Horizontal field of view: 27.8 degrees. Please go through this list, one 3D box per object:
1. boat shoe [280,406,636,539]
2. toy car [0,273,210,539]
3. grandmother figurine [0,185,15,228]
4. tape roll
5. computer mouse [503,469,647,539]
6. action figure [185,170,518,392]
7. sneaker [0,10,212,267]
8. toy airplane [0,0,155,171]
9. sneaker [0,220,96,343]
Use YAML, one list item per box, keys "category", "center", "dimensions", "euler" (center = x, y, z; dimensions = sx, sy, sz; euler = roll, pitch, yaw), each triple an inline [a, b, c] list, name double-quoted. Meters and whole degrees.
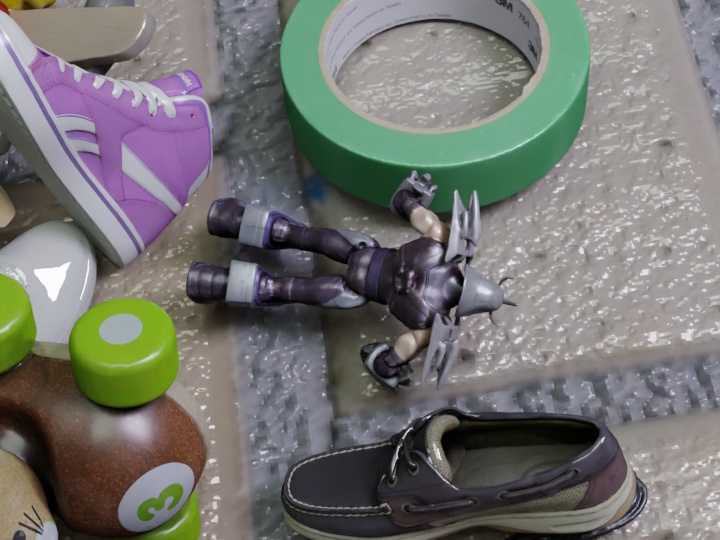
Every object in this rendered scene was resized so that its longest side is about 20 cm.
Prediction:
- category: "boat shoe"
  center: [0.047, 0.107, 0.796]
  dimensions: [0.199, 0.065, 0.072]
  euler: [-4, 42, 18]
- category: "toy car"
  center: [-0.177, 0.131, 0.736]
  dimensions: [0.157, 0.165, 0.200]
  euler: [10, 43, 11]
- category: "grandmother figurine"
  center: [-0.317, -0.019, 0.900]
  dimensions: [0.200, 0.061, 0.122]
  euler: [-28, 73, 11]
- category: "tape roll"
  center: [0.048, -0.131, 0.947]
  dimensions: [0.200, 0.048, 0.201]
  euler: [-3, 54, 4]
- category: "computer mouse"
  center: [0.165, 0.192, 0.772]
  dimensions: [0.110, 0.044, 0.200]
  euler: [-38, 58, -20]
- category: "action figure"
  center: [0.000, 0.000, 0.867]
  dimensions: [0.199, 0.069, 0.131]
  euler: [10, 80, 22]
- category: "sneaker"
  center: [-0.159, -0.106, 0.881]
  dimensions: [0.114, 0.201, 0.073]
  euler: [-44, 49, -13]
- category: "toy airplane"
  center: [-0.244, -0.159, 0.968]
  dimensions: [0.199, 0.141, 0.200]
  euler: [-47, 73, 21]
- category: "sneaker"
  center: [-0.239, 0.036, 0.870]
  dimensions: [0.075, 0.089, 0.200]
  euler: [33, 69, 23]
